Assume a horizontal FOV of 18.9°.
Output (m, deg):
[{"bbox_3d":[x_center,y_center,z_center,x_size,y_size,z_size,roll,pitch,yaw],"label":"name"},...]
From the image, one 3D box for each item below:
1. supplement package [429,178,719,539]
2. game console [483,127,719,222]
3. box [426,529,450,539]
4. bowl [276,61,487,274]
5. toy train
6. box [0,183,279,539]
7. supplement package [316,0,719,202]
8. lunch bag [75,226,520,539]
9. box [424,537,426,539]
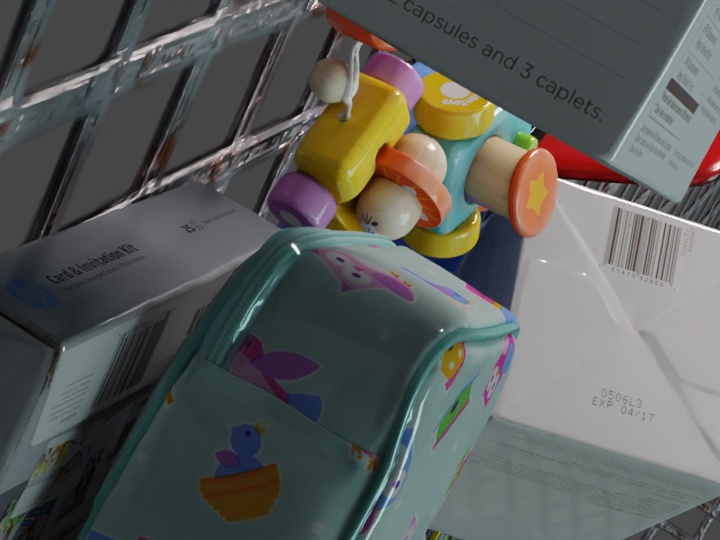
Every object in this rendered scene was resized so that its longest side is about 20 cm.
[{"bbox_3d":[0.090,0.054,1.029,0.200,0.121,0.120,136,-32,-65],"label":"supplement package"},{"bbox_3d":[0.151,-0.067,1.174,0.200,0.119,0.172,-47,163,-42],"label":"game console"},{"bbox_3d":[-0.016,0.215,1.313,0.200,0.064,0.070,-61,168,5],"label":"box"},{"bbox_3d":[0.000,0.000,0.924,0.201,0.039,0.201,-55,167,-20],"label":"bowl"},{"bbox_3d":[0.038,-0.070,0.765,0.150,0.056,0.200,-65,155,4],"label":"toy train"},{"bbox_3d":[-0.106,0.078,0.656,0.200,0.041,0.156,-64,166,20],"label":"box"},{"bbox_3d":[0.060,-0.144,0.551,0.200,0.152,0.151,-60,167,6],"label":"supplement package"},{"bbox_3d":[-0.031,0.085,0.660,0.200,0.077,0.160,-61,170,9],"label":"lunch bag"},{"bbox_3d":[-0.019,0.174,1.110,0.200,0.041,0.156,-38,129,-62],"label":"box"}]
